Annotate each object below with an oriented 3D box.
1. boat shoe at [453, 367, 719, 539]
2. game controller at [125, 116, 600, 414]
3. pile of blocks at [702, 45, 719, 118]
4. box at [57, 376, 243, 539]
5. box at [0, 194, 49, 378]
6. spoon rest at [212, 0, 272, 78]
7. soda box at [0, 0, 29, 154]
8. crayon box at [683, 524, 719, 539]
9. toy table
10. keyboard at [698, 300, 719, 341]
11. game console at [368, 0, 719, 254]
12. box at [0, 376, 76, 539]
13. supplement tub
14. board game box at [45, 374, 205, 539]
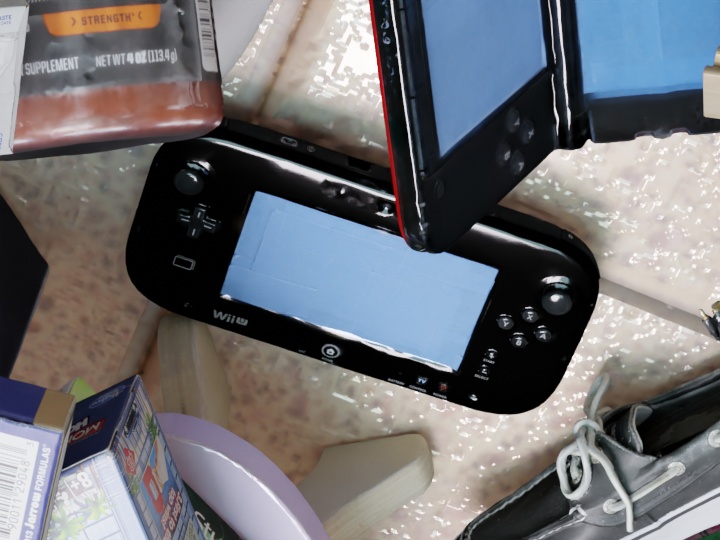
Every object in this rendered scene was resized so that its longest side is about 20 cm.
[{"bbox_3d":[0.119,0.086,1.310,0.199,0.074,0.068,-22,121,18],"label":"boat shoe"},{"bbox_3d":[0.000,0.000,1.293,0.200,0.042,0.104,18,121,-3],"label":"game controller"},{"bbox_3d":[0.185,-0.067,1.209,0.082,0.062,0.200,12,130,16],"label":"pile of blocks"},{"bbox_3d":[-0.106,0.155,1.270,0.144,0.036,0.200,-35,111,24],"label":"box"},{"bbox_3d":[-0.273,-0.013,1.273,0.196,0.117,0.200,-23,115,19],"label":"box"},{"bbox_3d":[-0.059,-0.127,1.223,0.200,0.061,0.099,-23,115,34],"label":"spoon rest"},{"bbox_3d":[-0.193,-0.114,1.118,0.068,0.200,0.064,-8,125,-27],"label":"soda box"},{"bbox_3d":[0.211,0.160,1.353,0.200,0.058,0.119,-7,120,11],"label":"crayon box"},{"bbox_3d":[-0.062,0.127,1.333,0.184,0.117,0.200,1,121,7],"label":"toy table"},{"bbox_3d":[0.212,0.053,1.234,0.127,0.021,0.200,-9,124,12],"label":"keyboard"},{"bbox_3d":[0.095,-0.118,1.170,0.119,0.172,0.200,12,126,31],"label":"game console"},{"bbox_3d":[-0.216,0.077,1.134,0.200,0.032,0.121,14,120,-2],"label":"box"},{"bbox_3d":[-0.115,-0.146,1.149,0.107,0.107,0.200,-8,90,11],"label":"supplement tub"},{"bbox_3d":[-0.123,0.170,1.225,0.200,0.062,0.200,-26,111,21],"label":"board game box"}]
